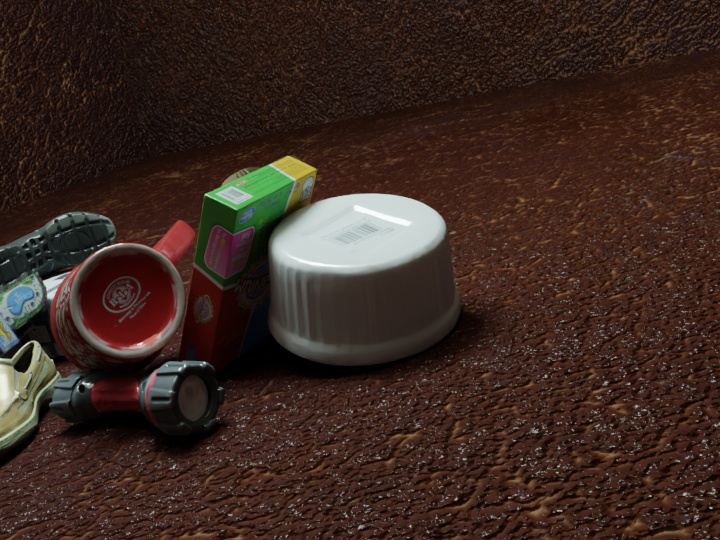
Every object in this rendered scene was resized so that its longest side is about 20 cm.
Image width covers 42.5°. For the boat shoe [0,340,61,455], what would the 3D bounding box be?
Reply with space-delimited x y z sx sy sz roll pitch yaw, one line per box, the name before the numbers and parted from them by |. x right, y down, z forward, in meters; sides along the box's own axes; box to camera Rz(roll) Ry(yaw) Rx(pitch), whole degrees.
boat shoe | -0.368 0.128 0.951 0.071 0.077 0.200 -14 15 1

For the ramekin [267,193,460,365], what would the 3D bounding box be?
ramekin | 0.000 0.000 0.929 0.198 0.099 0.201 -4 27 2

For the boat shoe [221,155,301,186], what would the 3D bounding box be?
boat shoe | -0.212 -0.187 2.004 0.200 0.073 0.063 -29 -25 -31

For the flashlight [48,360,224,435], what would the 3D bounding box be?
flashlight | -0.217 0.120 0.868 0.198 0.068 0.069 -7 57 37

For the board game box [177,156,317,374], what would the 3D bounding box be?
board game box | -0.118 -0.005 0.971 0.040 0.202 0.153 25 31 18

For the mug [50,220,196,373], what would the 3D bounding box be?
mug | -0.243 0.019 0.950 0.132 0.180 0.200 13 -11 -17

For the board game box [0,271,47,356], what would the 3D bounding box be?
board game box | -0.450 0.085 1.076 0.199 0.062 0.200 -28 11 31

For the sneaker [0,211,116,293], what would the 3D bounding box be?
sneaker | -0.437 -0.030 1.279 0.199 0.076 0.079 -23 12 -28

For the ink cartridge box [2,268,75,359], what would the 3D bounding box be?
ink cartridge box | -0.375 0.051 1.224 0.198 0.084 0.145 -8 15 29
